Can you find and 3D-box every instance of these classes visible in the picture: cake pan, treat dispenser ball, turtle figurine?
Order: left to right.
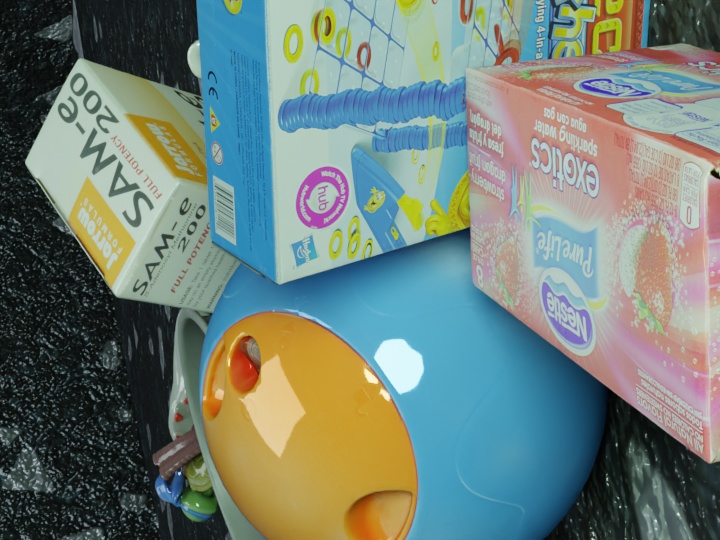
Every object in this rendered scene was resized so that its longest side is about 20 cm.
[{"bbox_3d":[-0.067,0.115,0.932,0.200,0.037,0.201,163,90,-74],"label":"cake pan"},{"bbox_3d":[-0.089,0.159,1.439,0.144,0.199,0.195,-56,-18,-79],"label":"turtle figurine"},{"bbox_3d":[0.021,0.057,0.723,0.201,0.200,0.202,172,90,-75],"label":"treat dispenser ball"}]

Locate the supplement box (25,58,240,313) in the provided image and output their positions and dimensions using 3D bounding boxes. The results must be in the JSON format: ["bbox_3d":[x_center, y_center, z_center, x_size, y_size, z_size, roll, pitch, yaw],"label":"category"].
[{"bbox_3d":[-0.069,-0.036,0.824,0.126,0.199,0.074,48,114,38],"label":"supplement box"}]

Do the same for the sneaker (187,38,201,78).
[{"bbox_3d":[-0.012,-0.108,0.877,0.199,0.080,0.077,20,115,36],"label":"sneaker"}]

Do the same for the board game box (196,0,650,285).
[{"bbox_3d":[0.031,-0.116,0.598,0.056,0.195,0.201,31,130,49],"label":"board game box"}]

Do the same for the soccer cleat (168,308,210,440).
[{"bbox_3d":[-0.217,0.140,1.937,0.078,0.069,0.201,-125,38,-70],"label":"soccer cleat"}]

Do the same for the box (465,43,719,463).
[{"bbox_3d":[0.116,-0.018,0.519,0.200,0.102,0.095,-139,43,-67],"label":"box"}]
